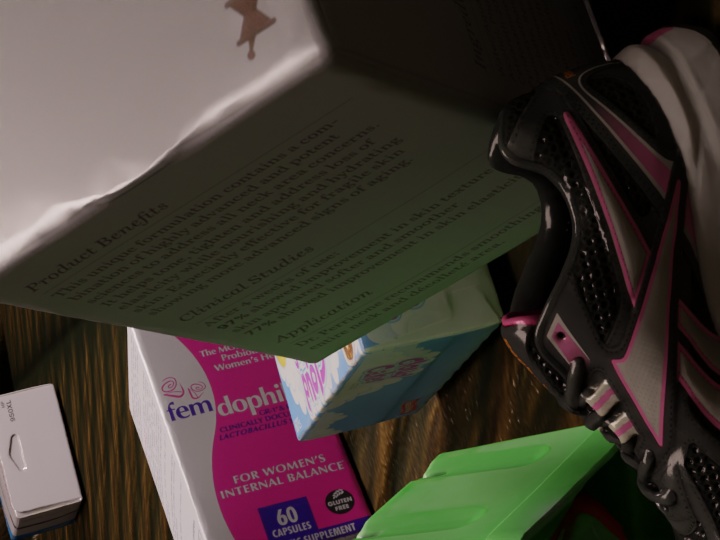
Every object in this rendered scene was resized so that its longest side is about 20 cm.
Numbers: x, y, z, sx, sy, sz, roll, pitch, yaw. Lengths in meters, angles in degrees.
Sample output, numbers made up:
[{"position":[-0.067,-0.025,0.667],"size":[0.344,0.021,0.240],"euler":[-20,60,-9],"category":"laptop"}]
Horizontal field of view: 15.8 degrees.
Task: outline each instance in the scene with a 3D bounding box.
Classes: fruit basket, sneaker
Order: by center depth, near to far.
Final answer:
[{"position":[0.089,0.027,0.850],"size":[0.080,0.086,0.201],"euler":[167,89,-79],"category":"sneaker"},{"position":[0.099,0.166,0.923],"size":[0.214,0.155,0.217],"euler":[13,118,27],"category":"fruit basket"}]

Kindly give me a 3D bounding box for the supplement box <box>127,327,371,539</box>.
[{"position":[-0.069,0.118,1.576],"size":[0.104,0.101,0.201],"euler":[92,159,-49],"category":"supplement box"}]

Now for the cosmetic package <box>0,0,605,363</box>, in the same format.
[{"position":[-0.037,-0.085,0.910],"size":[0.200,0.167,0.167],"euler":[15,-128,-54],"category":"cosmetic package"}]

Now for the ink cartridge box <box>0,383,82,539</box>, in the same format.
[{"position":[-0.387,0.227,3.056],"size":[0.200,0.084,0.146],"euler":[126,129,-74],"category":"ink cartridge box"}]

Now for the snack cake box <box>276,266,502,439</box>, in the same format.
[{"position":[0.000,0.000,1.209],"size":[0.200,0.067,0.116],"euler":[122,134,-72],"category":"snack cake box"}]
